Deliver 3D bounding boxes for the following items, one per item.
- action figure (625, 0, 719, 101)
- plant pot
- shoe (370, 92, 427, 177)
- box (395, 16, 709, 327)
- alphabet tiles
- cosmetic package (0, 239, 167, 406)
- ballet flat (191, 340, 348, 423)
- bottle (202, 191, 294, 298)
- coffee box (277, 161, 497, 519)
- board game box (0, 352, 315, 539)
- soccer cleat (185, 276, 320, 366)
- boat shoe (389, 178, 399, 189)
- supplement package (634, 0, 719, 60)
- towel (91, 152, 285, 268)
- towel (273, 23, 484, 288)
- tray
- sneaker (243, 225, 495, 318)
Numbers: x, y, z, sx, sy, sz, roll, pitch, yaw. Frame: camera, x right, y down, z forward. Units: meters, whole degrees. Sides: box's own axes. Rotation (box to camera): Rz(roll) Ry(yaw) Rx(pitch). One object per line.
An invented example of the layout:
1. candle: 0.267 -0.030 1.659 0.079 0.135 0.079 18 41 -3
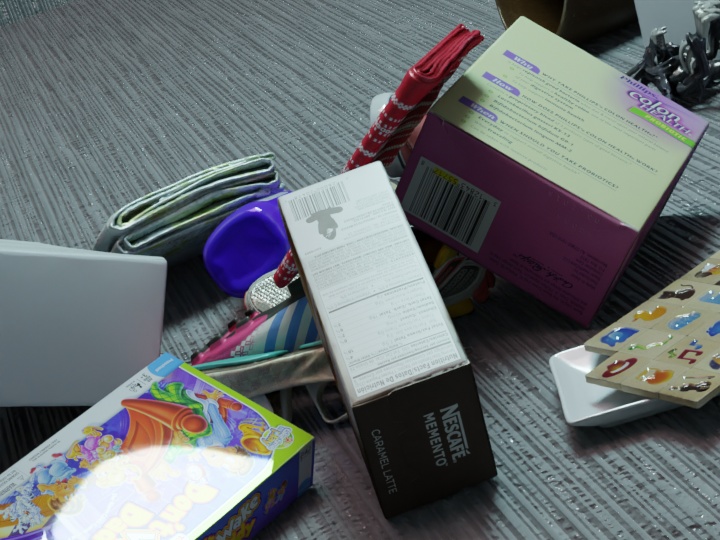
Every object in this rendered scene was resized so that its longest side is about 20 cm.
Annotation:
1. action figure: 0.335 -0.217 1.635 0.198 0.103 0.119 -11 25 12
2. plant pot: 0.271 -0.342 1.937 0.198 0.189 0.187 -9 16 -20
3. shoe: 0.079 -0.109 1.518 0.090 0.072 0.200 -7 -16 19
4. box: 0.146 -0.080 1.330 0.175 0.097 0.200 30 37 9
5. alphabet tiles: 0.248 0.032 1.147 0.199 0.008 0.166 -31 24 -30
6. cosmetic package: -0.292 0.038 1.389 0.198 0.124 0.199 3 1 -41
7. ballet flat: -0.045 0.082 1.250 0.198 0.063 0.067 -14 -7 17
8. bottle: -0.073 -0.027 1.503 0.083 0.065 0.200 -40 -2 13
9. coffee box: 0.015 0.042 1.135 0.079 0.115 0.201 -19 45 -2
10. board game box: -0.141 0.146 1.126 0.134 0.045 0.200 26 42 26
11. soccer cleat: -0.055 0.062 1.319 0.199 0.087 0.070 -34 4 32
12. boat shoe: 0.032 -0.050 1.477 0.073 0.075 0.200 -17 8 -19
13. supplement package: 0.359 -0.306 1.765 0.150 0.152 0.200 -10 22 20
14. towel: -0.164 -0.043 1.600 0.170 0.049 0.200 -24 -6 -19
15. towel: 0.013 -0.084 1.268 0.201 0.022 0.145 -55 -4 28
16. tray: 0.226 0.058 1.142 0.198 0.022 0.108 -17 21 5
17. sneaker: 0.000 0.000 1.359 0.198 0.082 0.079 -14 55 16
